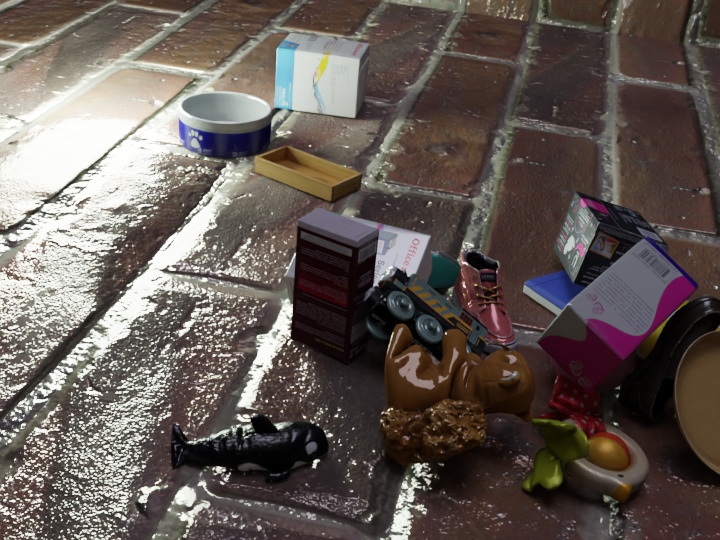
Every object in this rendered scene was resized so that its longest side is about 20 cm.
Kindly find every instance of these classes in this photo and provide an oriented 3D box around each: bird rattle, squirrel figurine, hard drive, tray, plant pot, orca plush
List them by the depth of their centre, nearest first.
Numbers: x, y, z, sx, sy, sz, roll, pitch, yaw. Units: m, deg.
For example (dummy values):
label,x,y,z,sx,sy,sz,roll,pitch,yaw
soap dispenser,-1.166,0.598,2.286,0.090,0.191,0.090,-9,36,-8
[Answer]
label,x,y,z,sx,sy,sz,roll,pitch,yaw
orca plush,-0.138,0.202,1.329,0.198,0.072,0.105,6,28,2
squirrel figurine,0.126,0.172,1.351,0.185,0.142,0.201,1,43,21
bird rattle,0.292,0.232,1.364,0.162,0.113,0.200,29,21,18
plant pot,0.492,0.181,1.407,0.199,0.202,0.027,-9,-11,-25
hard drive,0.384,0.058,1.739,0.131,0.026,0.200,-13,33,-32
tray,-0.106,-0.196,2.117,0.199,0.037,0.098,24,33,30

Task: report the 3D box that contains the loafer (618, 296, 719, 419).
label,x,y,z,sx,sy,sz,roll,pitch,yaw
loafer,0.445,0.127,1.464,0.073,0.201,0.071,16,24,-40

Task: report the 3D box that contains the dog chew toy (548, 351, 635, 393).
label,x,y,z,sx,sy,sz,roll,pitch,yaw
dog chew toy,0.341,0.100,1.563,0.124,0.125,0.200,9,20,7

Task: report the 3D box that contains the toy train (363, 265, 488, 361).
label,x,y,z,sx,sy,sz,roll,pitch,yaw
toy train,0.095,0.078,1.528,0.200,0.085,0.114,38,42,-5

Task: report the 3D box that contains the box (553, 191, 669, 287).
label,x,y,z,sx,sy,sz,roll,pitch,yaw
box,0.419,-0.038,1.782,0.131,0.115,0.200,18,19,-6

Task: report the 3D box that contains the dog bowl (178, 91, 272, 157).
label,x,y,z,sx,sy,sz,roll,pitch,yaw
dog bowl,-0.290,-0.314,2.259,0.198,0.079,0.200,5,28,-2

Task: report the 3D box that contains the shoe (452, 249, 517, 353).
label,x,y,z,sx,sy,sz,roll,pitch,yaw
shoe,0.196,0.046,1.658,0.071,0.092,0.200,-3,29,-14

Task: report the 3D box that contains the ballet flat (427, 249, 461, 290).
label,x,y,z,sx,sy,sz,roll,pitch,yaw
ballet flat,0.070,-0.006,1.769,0.198,0.075,0.074,6,28,-6

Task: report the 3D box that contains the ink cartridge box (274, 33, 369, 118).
label,x,y,z,sx,sy,sz,roll,pitch,yaw
ink cartridge box,-0.090,-0.464,2.501,0.198,0.147,0.147,9,28,6

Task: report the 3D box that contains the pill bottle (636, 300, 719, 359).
label,x,y,z,sx,sy,sz,roll,pitch,yaw
pill bottle,0.493,0.119,1.553,0.111,0.113,0.200,-10,32,-27

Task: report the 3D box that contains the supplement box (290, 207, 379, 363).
label,x,y,z,sx,sy,sz,roll,pitch,yaw
supplement box,-0.039,0.022,1.544,0.108,0.201,0.061,21,30,27

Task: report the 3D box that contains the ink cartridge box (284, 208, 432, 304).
label,x,y,z,sx,sy,sz,roll,pitch,yaw
ink cartridge box,0.000,0.000,1.661,0.199,0.088,0.146,16,57,13

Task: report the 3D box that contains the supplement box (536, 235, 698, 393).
label,x,y,z,sx,sy,sz,roll,pitch,yaw
supplement box,0.346,0.058,1.418,0.200,0.104,0.101,-33,73,-37
